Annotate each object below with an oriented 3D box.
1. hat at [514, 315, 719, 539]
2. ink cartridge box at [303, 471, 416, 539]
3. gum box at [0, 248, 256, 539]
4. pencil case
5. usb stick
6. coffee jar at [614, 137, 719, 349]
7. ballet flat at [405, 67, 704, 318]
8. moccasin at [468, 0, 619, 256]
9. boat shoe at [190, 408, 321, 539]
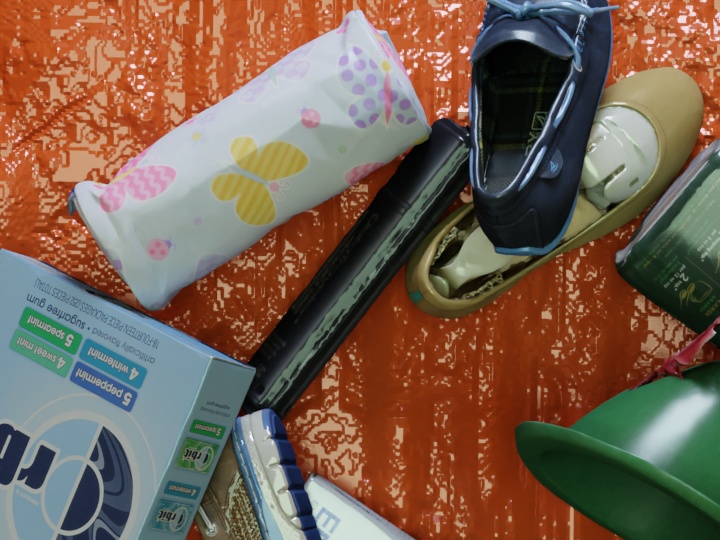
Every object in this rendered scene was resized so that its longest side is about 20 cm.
[{"bbox_3d":[0.198,0.057,1.161,0.165,0.200,0.177,36,76,-19],"label":"hat"},{"bbox_3d":[-0.001,0.250,1.225,0.199,0.041,0.200,34,92,2],"label":"ink cartridge box"},{"bbox_3d":[-0.166,0.112,1.188,0.169,0.044,0.201,25,93,35],"label":"gum box"},{"bbox_3d":[-0.059,-0.060,1.203,0.199,0.091,0.083,-32,106,3],"label":"pencil case"},{"bbox_3d":[0.000,0.000,1.217,0.033,0.055,0.200,37,92,-22],"label":"usb stick"},{"bbox_3d":[0.242,0.023,1.189,0.200,0.085,0.104,42,101,2],"label":"coffee jar"},{"bbox_3d":[0.111,-0.039,1.207,0.200,0.063,0.069,-40,89,2],"label":"ballet flat"},{"bbox_3d":[0.096,-0.108,1.170,0.080,0.068,0.201,-7,62,19],"label":"moccasin"},{"bbox_3d":[-0.049,0.180,1.177,0.072,0.072,0.201,-19,77,8],"label":"boat shoe"}]
